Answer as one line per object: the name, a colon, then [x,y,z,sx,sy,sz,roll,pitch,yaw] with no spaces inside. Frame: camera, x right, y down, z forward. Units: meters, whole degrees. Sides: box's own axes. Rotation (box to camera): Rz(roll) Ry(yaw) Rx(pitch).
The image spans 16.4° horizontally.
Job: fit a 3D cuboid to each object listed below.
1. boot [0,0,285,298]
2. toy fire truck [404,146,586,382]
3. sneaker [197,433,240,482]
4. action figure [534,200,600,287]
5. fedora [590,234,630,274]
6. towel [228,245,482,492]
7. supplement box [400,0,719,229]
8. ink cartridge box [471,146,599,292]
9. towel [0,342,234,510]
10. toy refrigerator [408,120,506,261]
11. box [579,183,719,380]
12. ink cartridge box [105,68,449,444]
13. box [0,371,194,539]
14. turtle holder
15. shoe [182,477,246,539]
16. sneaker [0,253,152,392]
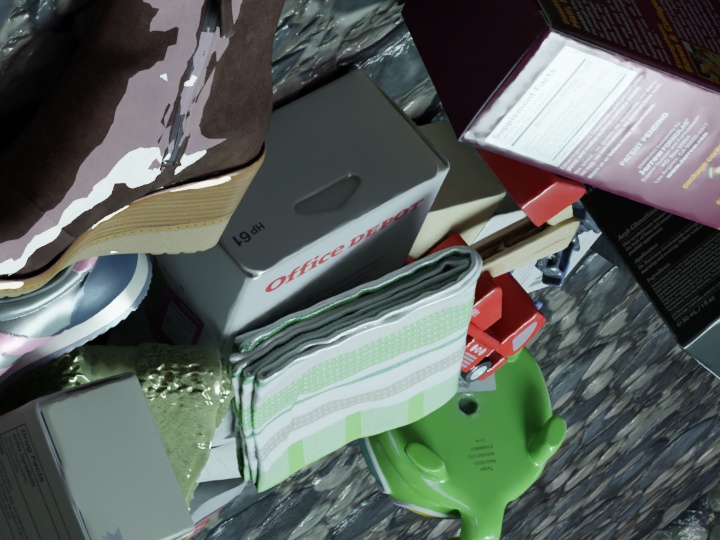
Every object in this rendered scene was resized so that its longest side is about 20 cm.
boot: [-0.125,-0.077,1.110,0.200,0.072,0.167,-8,128,-35]
toy fire truck: [0.082,-0.007,1.484,0.141,0.049,0.200,-40,158,8]
sneaker: [-0.094,0.104,1.598,0.080,0.076,0.200,-40,156,18]
action figure: [0.166,-0.084,1.535,0.193,0.105,0.200,27,79,-55]
fedora: [0.216,-0.053,1.813,0.200,0.092,0.201,-36,162,-13]
towel: [-0.001,0.061,1.405,0.149,0.031,0.200,-23,158,-11]
supplement box: [0.135,-0.108,1.341,0.200,0.110,0.086,16,127,-34]
ink cartridge box: [0.090,-0.035,1.635,0.200,0.068,0.115,-18,150,-53]
towel: [-0.154,0.092,1.368,0.148,0.037,0.200,6,148,-10]
toy refrigerator: [0.000,0.000,1.534,0.076,0.070,0.200,-16,149,-43]
box: [0.242,-0.054,1.441,0.200,0.141,0.079,-39,147,11]
ink cartridge box: [-0.050,-0.002,1.388,0.144,0.085,0.200,-30,161,-31]
box: [-0.191,0.129,1.283,0.200,0.095,0.078,-22,177,36]
turtle holder: [0.071,0.124,1.799,0.141,0.186,0.132,-34,176,-27]
shoe: [-0.150,0.168,1.614,0.091,0.071,0.200,-55,163,23]
sneaker: [-0.198,0.027,1.206,0.200,0.070,0.082,-39,144,-11]
